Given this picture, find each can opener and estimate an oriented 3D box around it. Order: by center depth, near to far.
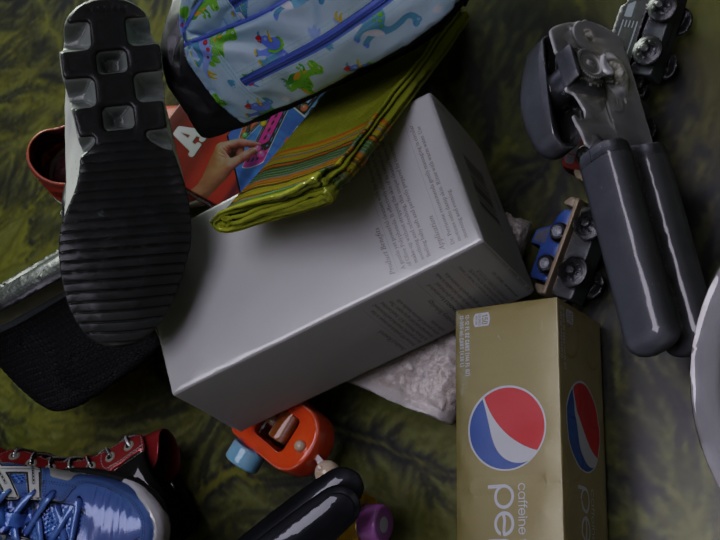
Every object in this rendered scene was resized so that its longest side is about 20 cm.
[{"bbox_3d":[0.135,-0.043,0.783,0.067,0.053,0.201,-38,57,51],"label":"can opener"},{"bbox_3d":[-0.074,0.181,0.809,0.200,0.079,0.063,-46,16,6],"label":"can opener"}]

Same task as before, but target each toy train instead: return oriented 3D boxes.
[{"bbox_3d":[0.140,-0.070,0.829,0.046,0.034,0.201,15,83,37],"label":"toy train"},{"bbox_3d":[-0.052,0.165,0.863,0.150,0.056,0.201,26,87,37],"label":"toy train"}]

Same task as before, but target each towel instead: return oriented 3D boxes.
[{"bbox_3d":[-0.009,-0.090,0.815,0.086,0.018,0.200,-13,28,38],"label":"towel"},{"bbox_3d":[0.000,0.000,0.891,0.199,0.034,0.133,21,87,34],"label":"towel"}]

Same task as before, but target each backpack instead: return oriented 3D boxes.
[{"bbox_3d":[-0.011,-0.176,0.814,0.199,0.154,0.163,-2,42,37],"label":"backpack"}]

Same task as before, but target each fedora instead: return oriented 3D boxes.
[{"bbox_3d":[-0.179,0.030,0.938,0.200,0.201,0.092,-28,99,21],"label":"fedora"}]

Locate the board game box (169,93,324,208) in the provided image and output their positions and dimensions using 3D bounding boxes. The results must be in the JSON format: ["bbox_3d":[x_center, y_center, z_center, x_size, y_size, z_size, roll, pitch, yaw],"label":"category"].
[{"bbox_3d":[-0.048,-0.127,0.935,0.103,0.019,0.200,28,77,29],"label":"board game box"}]

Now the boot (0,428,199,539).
[{"bbox_3d":[-0.197,0.126,0.939,0.200,0.072,0.144,44,100,16],"label":"boot"}]

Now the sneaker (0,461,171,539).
[{"bbox_3d":[-0.212,0.153,0.868,0.199,0.077,0.076,2,86,13],"label":"sneaker"}]

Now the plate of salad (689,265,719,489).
[{"bbox_3d":[0.252,0.050,0.663,0.199,0.048,0.201,0,86,-3],"label":"plate of salad"}]

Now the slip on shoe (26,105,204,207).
[{"bbox_3d":[-0.146,-0.082,0.989,0.199,0.061,0.074,-6,70,28],"label":"slip on shoe"}]

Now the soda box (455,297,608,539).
[{"bbox_3d":[0.093,0.121,0.777,0.064,0.068,0.201,-9,71,28],"label":"soda box"}]

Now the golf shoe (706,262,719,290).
[{"bbox_3d":[0.218,0.037,0.741,0.097,0.078,0.201,5,78,58],"label":"golf shoe"}]

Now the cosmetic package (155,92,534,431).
[{"bbox_3d":[-0.017,-0.002,0.826,0.199,0.085,0.108,-26,59,17],"label":"cosmetic package"}]

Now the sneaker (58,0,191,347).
[{"bbox_3d":[-0.137,-0.047,0.833,0.074,0.089,0.201,0,72,-9],"label":"sneaker"}]
